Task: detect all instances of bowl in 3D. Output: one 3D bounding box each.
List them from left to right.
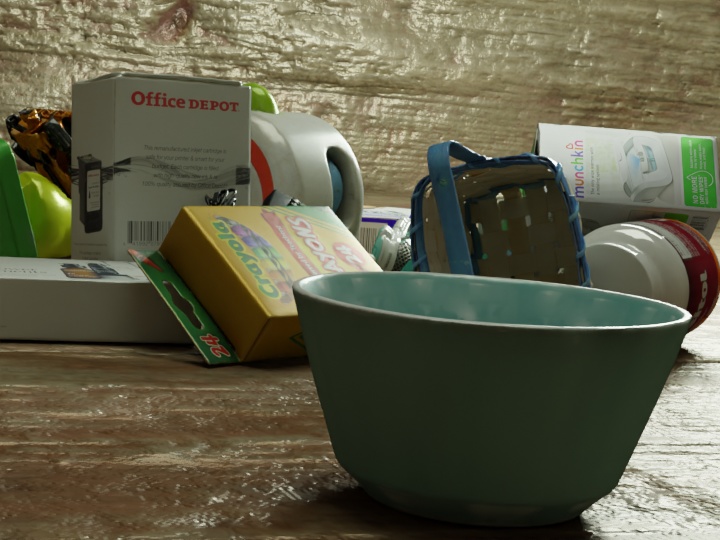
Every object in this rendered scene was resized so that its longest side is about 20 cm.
[{"bbox_3d":[0.061,0.064,0.783,0.200,0.105,0.201,5,6,0],"label":"bowl"}]

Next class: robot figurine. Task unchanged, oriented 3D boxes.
[{"bbox_3d":[-0.315,-0.102,1.725,0.058,0.200,0.145,-43,32,-26],"label":"robot figurine"}]

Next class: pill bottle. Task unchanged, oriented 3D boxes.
[{"bbox_3d":[0.240,0.014,1.353,0.113,0.113,0.200,7,7,25],"label":"pill bottle"}]

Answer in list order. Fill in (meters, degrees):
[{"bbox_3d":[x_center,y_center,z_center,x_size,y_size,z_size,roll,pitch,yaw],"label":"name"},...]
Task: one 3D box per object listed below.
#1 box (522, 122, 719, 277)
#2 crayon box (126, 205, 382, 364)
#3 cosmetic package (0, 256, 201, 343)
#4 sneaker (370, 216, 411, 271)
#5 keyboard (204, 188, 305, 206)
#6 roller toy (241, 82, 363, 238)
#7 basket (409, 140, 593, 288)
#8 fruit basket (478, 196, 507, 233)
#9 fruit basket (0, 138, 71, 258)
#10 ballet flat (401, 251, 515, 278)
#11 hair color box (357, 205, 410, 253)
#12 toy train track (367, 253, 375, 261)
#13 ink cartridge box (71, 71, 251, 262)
[{"bbox_3d":[0.245,-0.042,1.531,0.176,0.097,0.200,4,-32,1],"label":"box"},{"bbox_3d":[-0.067,0.008,1.201,0.200,0.051,0.127,-4,46,-49],"label":"crayon box"},{"bbox_3d":[-0.238,0.021,1.234,0.199,0.052,0.151,2,4,-19],"label":"cosmetic package"},{"bbox_3d":[0.064,-0.007,1.708,0.091,0.078,0.200,21,12,7],"label":"sneaker"},{"bbox_3d":[-0.085,-0.018,1.334,0.127,0.021,0.200,24,29,-6],"label":"keyboard"},{"bbox_3d":[-0.096,-0.073,1.612,0.140,0.200,0.182,-4,43,-51],"label":"roller toy"},{"bbox_3d":[0.105,-0.004,1.192,0.139,0.177,0.200,-11,-6,17],"label":"basket"},{"bbox_3d":[0.222,-0.038,1.723,0.185,0.094,0.200,-1,-20,5],"label":"fruit basket"},{"bbox_3d":[-0.381,-0.070,1.623,0.215,0.156,0.216,-9,17,3],"label":"fruit basket"},{"bbox_3d":[0.104,0.011,1.516,0.074,0.075,0.200,2,-5,-23],"label":"ballet flat"},{"bbox_3d":[0.010,-0.049,2.016,0.109,0.065,0.200,4,4,3],"label":"hair color box"},{"bbox_3d":[0.000,0.000,1.386,0.200,0.033,0.115,2,6,39],"label":"toy train track"},{"bbox_3d":[-0.179,-0.072,1.398,0.145,0.201,0.083,0,1,-39],"label":"ink cartridge box"}]
